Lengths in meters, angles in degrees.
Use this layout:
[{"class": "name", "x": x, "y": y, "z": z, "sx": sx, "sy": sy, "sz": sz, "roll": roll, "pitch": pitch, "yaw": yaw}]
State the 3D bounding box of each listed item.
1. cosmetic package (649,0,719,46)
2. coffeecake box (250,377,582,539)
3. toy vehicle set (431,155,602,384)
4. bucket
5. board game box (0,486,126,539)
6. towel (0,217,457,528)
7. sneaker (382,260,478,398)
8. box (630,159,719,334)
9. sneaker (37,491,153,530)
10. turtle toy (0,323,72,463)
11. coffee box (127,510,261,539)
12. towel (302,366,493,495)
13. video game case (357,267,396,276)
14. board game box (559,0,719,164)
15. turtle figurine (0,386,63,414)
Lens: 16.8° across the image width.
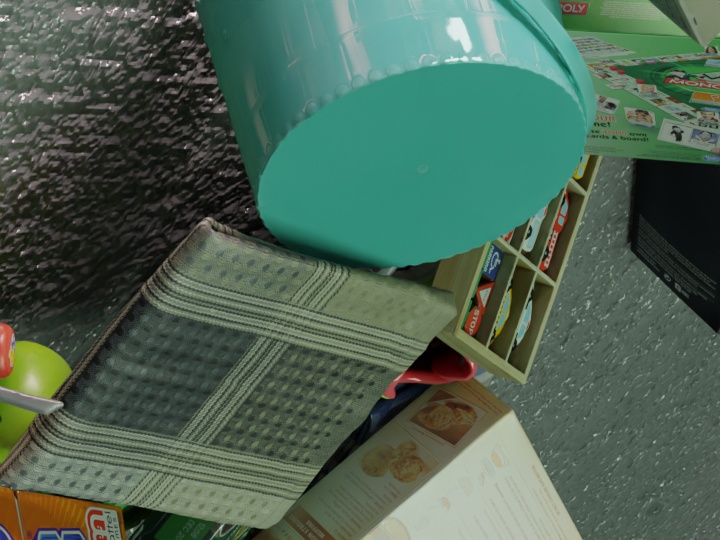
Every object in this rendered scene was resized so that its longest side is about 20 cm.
[{"class": "cosmetic package", "x": 0.127, "y": -0.218, "z": 1.269, "sx": 0.073, "sy": 0.200, "sz": 0.104, "roll": -42, "pitch": 152, "yaw": 0}, {"class": "coffeecake box", "x": 0.036, "y": 0.190, "z": 1.636, "sx": 0.200, "sy": 0.073, "sz": 0.154, "roll": -39, "pitch": 130, "yaw": -12}, {"class": "toy vehicle set", "x": 0.104, "y": -0.039, "z": 1.557, "sx": 0.124, "sy": 0.026, "sz": 0.202, "roll": 32, "pitch": 75, "yaw": -60}, {"class": "bucket", "x": 0.019, "y": -0.105, "z": 1.274, "sx": 0.205, "sy": 0.136, "sz": 0.208, "roll": -11, "pitch": 149, "yaw": -7}, {"class": "board game box", "x": -0.246, "y": 0.243, "z": 1.323, "sx": 0.199, "sy": 0.201, "sz": 0.199, "roll": -22, "pitch": 160, "yaw": 25}, {"class": "towel", "x": -0.069, "y": 0.058, "z": 1.307, "sx": 0.199, "sy": 0.035, "sz": 0.193, "roll": 17, "pitch": 121, "yaw": -45}, {"class": "sneaker", "x": 0.059, "y": 0.036, "z": 1.622, "sx": 0.199, "sy": 0.090, "sz": 0.079, "roll": -22, "pitch": 144, "yaw": -35}, {"class": "box", "x": 0.303, "y": -0.087, "z": 1.752, "sx": 0.199, "sy": 0.104, "sz": 0.183, "roll": -33, "pitch": 150, "yaw": -19}, {"class": "sneaker", "x": -0.132, "y": 0.087, "z": 1.465, "sx": 0.083, "sy": 0.074, "sz": 0.201, "roll": -9, "pitch": 136, "yaw": -51}, {"class": "turtle toy", "x": -0.230, "y": 0.054, "z": 1.271, "sx": 0.146, "sy": 0.101, "sz": 0.199, "roll": -53, "pitch": 149, "yaw": 17}, {"class": "coffee box", "x": -0.082, "y": 0.143, "z": 1.561, "sx": 0.123, "sy": 0.044, "sz": 0.200, "roll": -50, "pitch": 173, "yaw": 7}, {"class": "towel", "x": 0.030, "y": 0.119, "z": 1.720, "sx": 0.146, "sy": 0.024, "sz": 0.200, "roll": -25, "pitch": 157, "yaw": -32}, {"class": "video game case", "x": 0.000, "y": 0.000, "z": 1.460, "sx": 0.182, "sy": 0.023, "sz": 0.200, "roll": -49, "pitch": -178, "yaw": 3}, {"class": "board game box", "x": 0.123, "y": -0.114, "z": 1.424, "sx": 0.135, "sy": 0.198, "sz": 0.029, "roll": 68, "pitch": 32, "yaw": -57}, {"class": "turtle figurine", "x": -0.258, "y": 0.011, "z": 1.113, "sx": 0.192, "sy": 0.202, "sz": 0.144, "roll": -19, "pitch": -173, "yaw": -1}]
